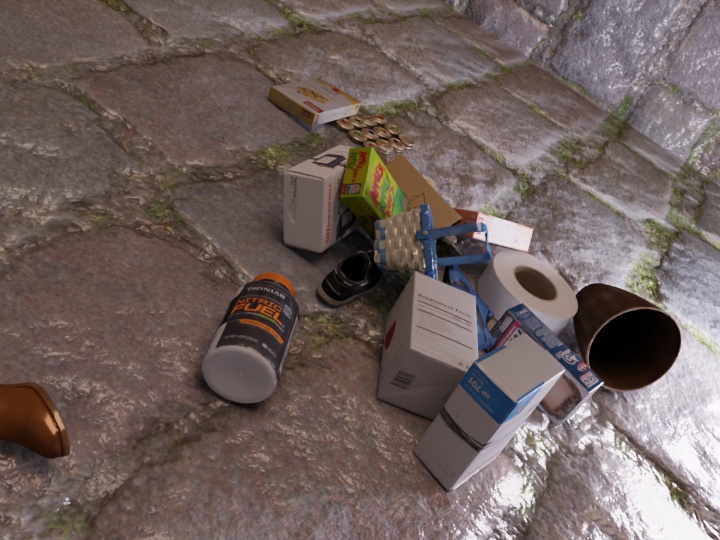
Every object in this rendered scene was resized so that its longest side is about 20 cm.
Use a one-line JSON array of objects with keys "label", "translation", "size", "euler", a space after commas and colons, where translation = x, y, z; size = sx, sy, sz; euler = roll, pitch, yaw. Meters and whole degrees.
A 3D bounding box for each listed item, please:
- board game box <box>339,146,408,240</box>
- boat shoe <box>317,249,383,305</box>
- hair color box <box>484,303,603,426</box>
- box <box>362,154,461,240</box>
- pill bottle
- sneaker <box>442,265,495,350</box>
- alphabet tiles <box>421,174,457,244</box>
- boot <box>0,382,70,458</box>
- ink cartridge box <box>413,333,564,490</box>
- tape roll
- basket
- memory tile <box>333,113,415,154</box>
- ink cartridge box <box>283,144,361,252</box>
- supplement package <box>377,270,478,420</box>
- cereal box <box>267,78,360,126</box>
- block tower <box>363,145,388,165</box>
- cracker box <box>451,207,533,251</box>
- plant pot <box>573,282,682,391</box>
[{"label": "board game box", "translation": [0.030, -0.132, 1.303], "size": [0.048, 0.200, 0.102], "euler": [1, 67, 24]}, {"label": "boat shoe", "translation": [0.000, 0.000, 1.259], "size": [0.072, 0.068, 0.200], "euler": [39, 31, 12]}, {"label": "hair color box", "translation": [0.319, 0.165, 1.250], "size": [0.060, 0.100, 0.200], "euler": [-16, 54, -45]}, {"label": "box", "translation": [0.079, -0.124, 1.416], "size": [0.163, 0.021, 0.200], "euler": [-36, 64, -5]}, {"label": "pill bottle", "translation": [-0.149, 0.086, 1.008], "size": [0.106, 0.106, 0.200], "euler": [24, 34, -8]}, {"label": "sneaker", "translation": [0.200, 0.067, 1.304], "size": [0.078, 0.066, 0.200], "euler": [0, 45, -8]}, {"label": "alphabet tiles", "translation": [0.153, -0.146, 1.564], "size": [0.195, 0.015, 0.200], "euler": [20, 41, -37]}, {"label": "boot", "translation": [-0.422, 0.162, 0.735], "size": [0.200, 0.077, 0.155], "euler": [36, 33, 14]}, {"label": "ink cartridge box", "translation": [0.185, 0.204, 1.016], "size": [0.146, 0.200, 0.086], "euler": [-17, 54, -47]}, {"label": "tape roll", "translation": [0.343, 0.049, 1.444], "size": [0.202, 0.071, 0.203], "euler": [19, 36, -14]}, {"label": "basket", "translation": [0.131, -0.037, 1.249], "size": [0.199, 0.176, 0.139], "euler": [-11, 70, 11]}, {"label": "memory tile", "translation": [0.039, -0.347, 1.771], "size": [0.153, 0.017, 0.200], "euler": [44, 36, 19]}, {"label": "ink cartridge box", "translation": [-0.057, -0.137, 1.307], "size": [0.084, 0.145, 0.200], "euler": [15, 28, 23]}, {"label": "supplement package", "translation": [0.110, 0.120, 1.137], "size": [0.120, 0.121, 0.200], "euler": [23, 34, -9]}, {"label": "cereal box", "translation": [-0.111, -0.417, 1.721], "size": [0.144, 0.040, 0.200], "euler": [34, 34, 18]}, {"label": "block tower", "translation": [0.035, -0.201, 1.551], "size": [0.054, 0.058, 0.200], "euler": [14, 36, -21]}, {"label": "cracker box", "translation": [0.251, -0.090, 1.480], "size": [0.200, 0.058, 0.134], "euler": [9, 5, -44]}, {"label": "plant pot", "translation": [0.508, 0.110, 1.414], "size": [0.187, 0.187, 0.200], "euler": [19, 22, -15]}]
